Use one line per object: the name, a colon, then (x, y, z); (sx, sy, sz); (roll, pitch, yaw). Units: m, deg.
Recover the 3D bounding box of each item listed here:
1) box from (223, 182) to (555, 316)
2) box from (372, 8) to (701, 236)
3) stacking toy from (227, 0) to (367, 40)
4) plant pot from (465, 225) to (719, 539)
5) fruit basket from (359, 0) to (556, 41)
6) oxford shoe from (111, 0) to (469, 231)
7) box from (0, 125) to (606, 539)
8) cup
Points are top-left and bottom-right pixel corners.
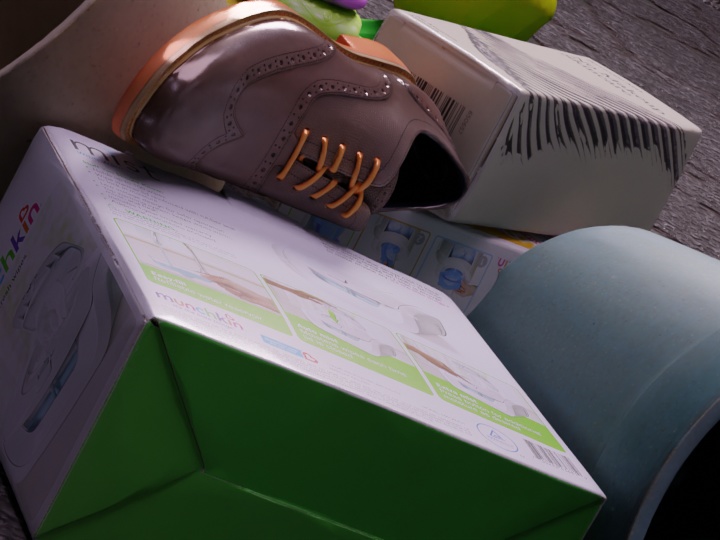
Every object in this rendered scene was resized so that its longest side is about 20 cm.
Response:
box: (0.000, 0.000, 1.342); (0.199, 0.102, 0.113); (19, 17, -39)
box: (0.074, -0.062, 1.353); (0.082, 0.069, 0.200); (35, 14, 25)
stacking toy: (-0.036, -0.140, 1.557); (0.116, 0.201, 0.110); (27, 14, -14)
plant pot: (0.135, 0.082, 1.184); (0.199, 0.201, 0.196); (21, 7, -33)
fruit basket: (0.073, -0.124, 1.731); (0.155, 0.216, 0.215); (35, 14, 18)
oxford shoe: (-0.020, -0.057, 1.171); (0.073, 0.071, 0.200); (45, 24, 24)
box: (-0.036, 0.048, 1.107); (0.199, 0.097, 0.177); (22, 15, -28)
cup: (-0.131, -0.079, 1.230); (0.144, 0.200, 0.200); (55, -4, -37)
